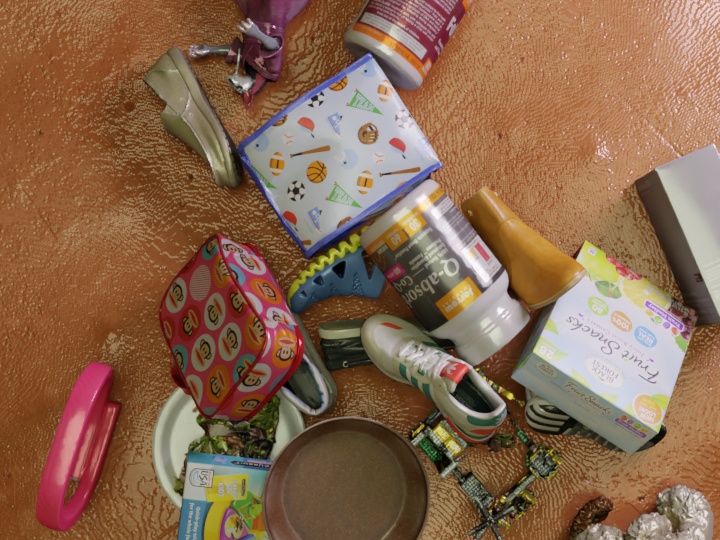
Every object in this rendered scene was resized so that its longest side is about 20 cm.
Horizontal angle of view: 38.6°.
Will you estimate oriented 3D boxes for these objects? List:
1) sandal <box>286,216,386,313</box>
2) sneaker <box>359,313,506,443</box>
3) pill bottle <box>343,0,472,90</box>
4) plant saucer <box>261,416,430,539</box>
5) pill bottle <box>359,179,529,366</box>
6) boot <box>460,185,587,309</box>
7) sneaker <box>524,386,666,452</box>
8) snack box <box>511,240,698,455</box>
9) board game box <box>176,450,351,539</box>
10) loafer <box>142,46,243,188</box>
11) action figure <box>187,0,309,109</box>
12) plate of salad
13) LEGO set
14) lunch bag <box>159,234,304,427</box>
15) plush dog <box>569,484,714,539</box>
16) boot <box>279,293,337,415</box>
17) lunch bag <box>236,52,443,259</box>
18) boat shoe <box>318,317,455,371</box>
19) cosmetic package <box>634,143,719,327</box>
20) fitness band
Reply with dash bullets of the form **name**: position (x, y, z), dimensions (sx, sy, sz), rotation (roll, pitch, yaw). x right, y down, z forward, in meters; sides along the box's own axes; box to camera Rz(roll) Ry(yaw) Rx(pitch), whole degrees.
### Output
- **sandal**: position (0.000, 0.000, 1.275), dimensions (0.199, 0.079, 0.088), rotation (-32, 90, 1)
- **sneaker**: position (0.088, 0.110, 1.170), dimensions (0.199, 0.094, 0.070), rotation (42, 66, 8)
- **pill bottle**: position (0.075, -0.337, 1.273), dimensions (0.113, 0.114, 0.201), rotation (32, 88, 3)
- **plant saucer**: position (-0.018, 0.267, 1.207), dimensions (0.197, 0.037, 0.204), rotation (-1, 96, -8)
- **pill bottle**: position (0.100, 0.005, 1.194), dimensions (0.116, 0.116, 0.201), rotation (-39, 90, -1)
- **boot**: position (0.180, -0.034, 1.206), dimensions (0.070, 0.201, 0.145), rotation (-36, 96, -9)
- **sneaker**: position (0.283, 0.148, 1.259), dimensions (0.198, 0.075, 0.116), rotation (16, 44, -24)
- **snack box**: position (0.292, 0.087, 1.213), dimensions (0.167, 0.068, 0.201), rotation (32, 52, 2)
- **board game box**: position (-0.120, 0.308, 1.241), dimensions (0.197, 0.047, 0.153), rotation (7, 97, -8)
- **loafer**: position (-0.211, -0.183, 1.295), dimensions (0.068, 0.076, 0.202), rotation (-28, 77, 1)
- **action figure**: position (-0.122, -0.304, 1.303), dimensions (0.148, 0.133, 0.203), rotation (2, 101, -40)
- **plate of salad**: position (-0.164, 0.221, 1.277), dimensions (0.197, 0.048, 0.203), rotation (0, 86, 1)
- **LEGO set**: position (0.149, 0.216, 1.233), dimensions (0.153, 0.116, 0.201), rotation (-34, 86, -1)
- **lunch bag**: position (-0.165, 0.078, 1.219), dimensions (0.176, 0.081, 0.201), rotation (-49, 51, 23)
- **plush dog**: position (0.325, 0.361, 1.219), dimensions (0.170, 0.160, 0.203), rotation (-4, 84, 28)
- **boot**: position (-0.095, 0.089, 1.259), dimensions (0.073, 0.096, 0.201), rotation (-37, 86, -1)
- **lunch bag**: position (-0.030, -0.134, 1.261), dimensions (0.199, 0.124, 0.171), rotation (-35, 87, -8)
- **boat shoe**: position (0.047, 0.097, 1.268), dimensions (0.196, 0.075, 0.067), rotation (-2, 100, -9)
- **cosmetic package**: position (0.418, -0.042, 1.249), dimensions (0.089, 0.107, 0.202), rotation (-25, 84, -1)
- **fitness band**: position (-0.337, 0.210, 1.235), dimensions (0.037, 0.144, 0.203), rotation (16, 86, 4)
